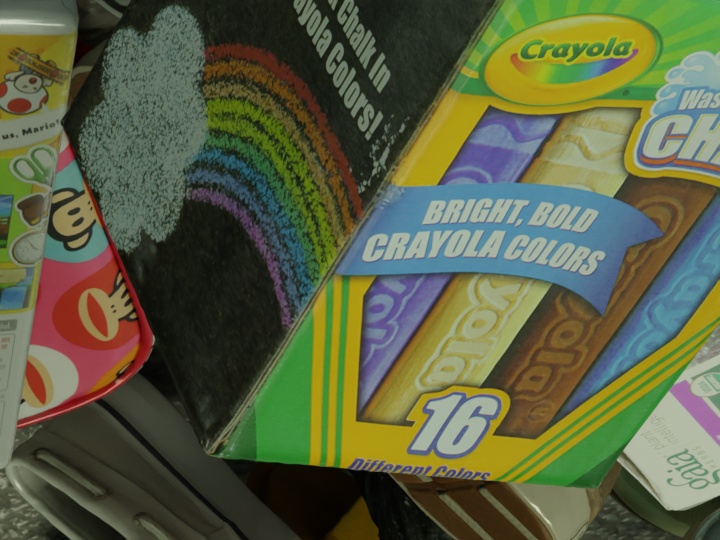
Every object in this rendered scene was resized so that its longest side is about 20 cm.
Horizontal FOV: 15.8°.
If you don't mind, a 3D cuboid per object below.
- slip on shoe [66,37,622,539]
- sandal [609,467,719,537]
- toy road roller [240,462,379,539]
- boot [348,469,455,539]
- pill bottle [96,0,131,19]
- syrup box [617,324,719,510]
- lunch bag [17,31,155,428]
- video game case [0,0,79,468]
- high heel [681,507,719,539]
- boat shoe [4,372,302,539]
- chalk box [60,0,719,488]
[{"bbox_3d":[0.000,0.000,0.759,0.200,0.061,0.076,43,152,-3],"label":"slip on shoe"},{"bbox_3d":[0.172,0.087,1.006,0.201,0.057,0.080,34,79,-21],"label":"sandal"},{"bbox_3d":[0.026,0.148,0.982,0.146,0.200,0.123,-50,172,20],"label":"toy road roller"},{"bbox_3d":[0.008,0.015,0.838,0.079,0.158,0.211,-21,140,7],"label":"boot"},{"bbox_3d":[-0.056,-0.133,0.680,0.114,0.114,0.200,-31,138,20],"label":"pill bottle"},{"bbox_3d":[0.086,-0.038,0.766,0.081,0.200,0.079,-28,138,17],"label":"syrup box"},{"bbox_3d":[-0.140,-0.028,0.803,0.176,0.082,0.200,-14,140,-2],"label":"lunch bag"},{"bbox_3d":[-0.189,-0.009,0.736,0.200,0.023,0.182,0,134,-16],"label":"video game case"},{"bbox_3d":[0.182,0.124,0.927,0.143,0.200,0.071,27,175,11],"label":"high heel"},{"bbox_3d":[-0.054,0.111,0.897,0.066,0.200,0.072,-33,146,-18],"label":"boat shoe"},{"bbox_3d":[0.038,-0.061,0.620,0.124,0.125,0.200,8,130,-36],"label":"chalk box"}]
